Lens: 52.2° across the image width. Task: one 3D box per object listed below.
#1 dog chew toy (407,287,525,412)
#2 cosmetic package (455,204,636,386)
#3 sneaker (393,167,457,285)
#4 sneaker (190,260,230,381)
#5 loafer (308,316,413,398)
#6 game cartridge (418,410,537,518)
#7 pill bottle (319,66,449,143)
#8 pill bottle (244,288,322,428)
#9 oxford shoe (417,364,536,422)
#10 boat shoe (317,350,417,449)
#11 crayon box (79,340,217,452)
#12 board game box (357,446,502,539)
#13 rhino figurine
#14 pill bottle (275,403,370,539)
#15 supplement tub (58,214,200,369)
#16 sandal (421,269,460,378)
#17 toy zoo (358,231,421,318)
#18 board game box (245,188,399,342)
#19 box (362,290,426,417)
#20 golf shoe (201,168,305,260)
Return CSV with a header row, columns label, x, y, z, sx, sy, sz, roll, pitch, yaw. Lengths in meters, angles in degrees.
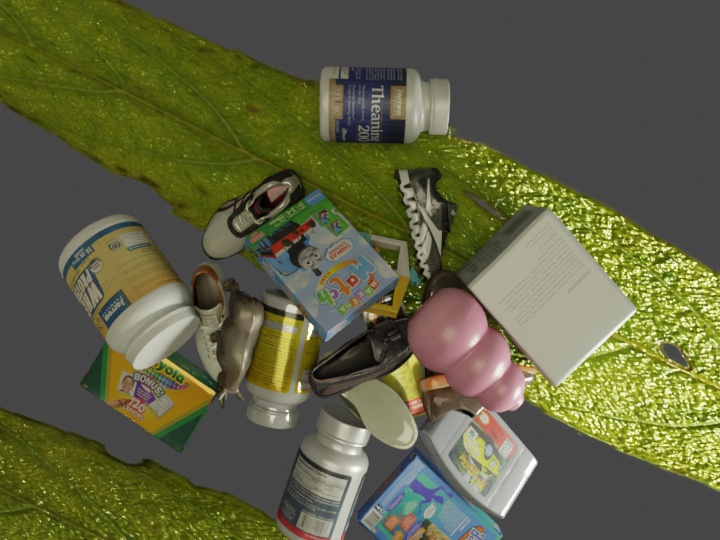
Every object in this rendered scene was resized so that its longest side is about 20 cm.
label,x,y,z,sx,sy,sz,roll,pitch,yaw
dog chew toy,0.161,0.123,1.071,0.200,0.125,0.125,45,95,2
cosmetic package,0.275,0.031,1.125,0.166,0.167,0.200,-43,93,5
sneaker,0.117,-0.070,1.168,0.088,0.066,0.205,-14,94,3
sneaker,-0.240,0.091,1.181,0.071,0.085,0.206,-11,97,0
loafer,0.010,0.130,1.124,0.197,0.063,0.073,-30,66,-5
game cartridge,0.188,0.292,1.183,0.200,0.041,0.133,47,67,-9
pill bottle,0.036,-0.253,1.129,0.194,0.111,0.114,1,96,1
pill bottle,-0.123,0.139,1.169,0.109,0.112,0.206,12,95,0
oxford shoe,0.187,0.191,1.151,0.194,0.071,0.075,-8,77,-10
boat shoe,0.016,0.204,1.163,0.201,0.060,0.072,39,87,22
crayon box,-0.339,0.187,1.203,0.198,0.058,0.120,34,95,-2
board game box,0.114,0.422,1.227,0.200,0.045,0.152,43,94,-3
rhino figurine,-0.195,0.122,1.129,0.059,0.087,0.205,5,107,-35
pill bottle,-0.053,0.328,1.183,0.117,0.120,0.205,20,95,-1
supplement tub,-0.350,0.032,1.125,0.144,0.145,0.201,-41,78,4
sandal,0.138,0.099,1.167,0.080,0.054,0.206,-9,107,-40
toy zoo,0.000,0.000,1.161,0.195,0.021,0.134,12,59,-2
board game box,-0.059,-0.013,1.125,0.150,0.037,0.200,-35,72,-25
box,0.058,0.138,1.197,0.073,0.050,0.205,-15,96,1
golf shoe,-0.178,-0.090,1.161,0.199,0.088,0.078,-39,95,5
